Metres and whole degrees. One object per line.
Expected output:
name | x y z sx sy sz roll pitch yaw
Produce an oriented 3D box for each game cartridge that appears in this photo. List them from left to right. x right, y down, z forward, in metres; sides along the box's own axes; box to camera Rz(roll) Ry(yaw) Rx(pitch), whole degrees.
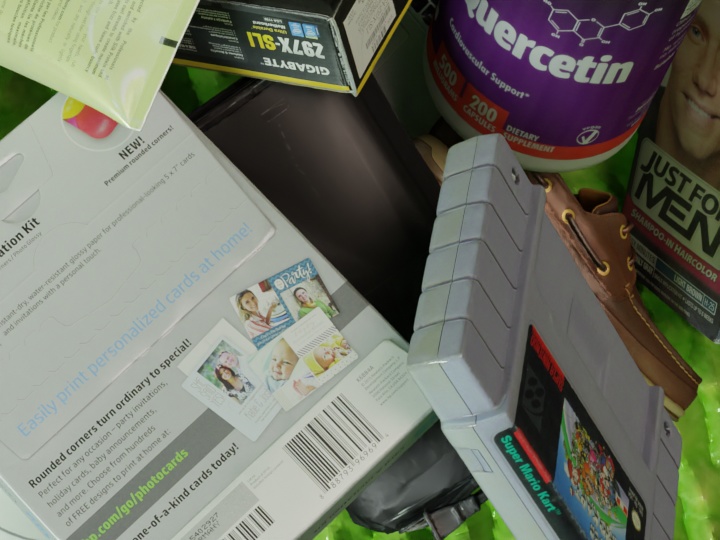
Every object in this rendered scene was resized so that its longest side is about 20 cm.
game cartridge | 0.083 0.058 0.945 0.200 0.038 0.130 56 29 -36

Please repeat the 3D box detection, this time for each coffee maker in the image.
coffee maker | 0.000 0.000 1.014 0.134 0.192 0.201 -36 96 -13

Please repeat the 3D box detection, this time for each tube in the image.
tube | -0.154 -0.117 0.943 0.052 0.199 0.059 -35 136 -50

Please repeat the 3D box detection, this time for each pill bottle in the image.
pill bottle | 0.101 -0.142 1.023 0.111 0.201 0.113 7 54 -10

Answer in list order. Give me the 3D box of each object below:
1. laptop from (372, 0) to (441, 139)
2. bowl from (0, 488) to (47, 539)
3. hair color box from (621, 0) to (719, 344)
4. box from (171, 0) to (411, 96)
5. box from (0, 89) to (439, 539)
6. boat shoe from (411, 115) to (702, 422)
laptop | 0.067 -0.177 1.130 0.188 0.116 0.200 49 62 -11
bowl | -0.139 0.057 0.982 0.199 0.094 0.203 6 77 -26
hair color box | 0.190 -0.076 1.129 0.060 0.100 0.202 -5 119 -29
box | -0.063 -0.160 1.007 0.050 0.198 0.160 72 36 -47
box | -0.086 0.032 0.910 0.156 0.041 0.200 -42 80 -16
boat shoe | 0.107 -0.008 1.129 0.068 0.072 0.200 -45 106 -4
